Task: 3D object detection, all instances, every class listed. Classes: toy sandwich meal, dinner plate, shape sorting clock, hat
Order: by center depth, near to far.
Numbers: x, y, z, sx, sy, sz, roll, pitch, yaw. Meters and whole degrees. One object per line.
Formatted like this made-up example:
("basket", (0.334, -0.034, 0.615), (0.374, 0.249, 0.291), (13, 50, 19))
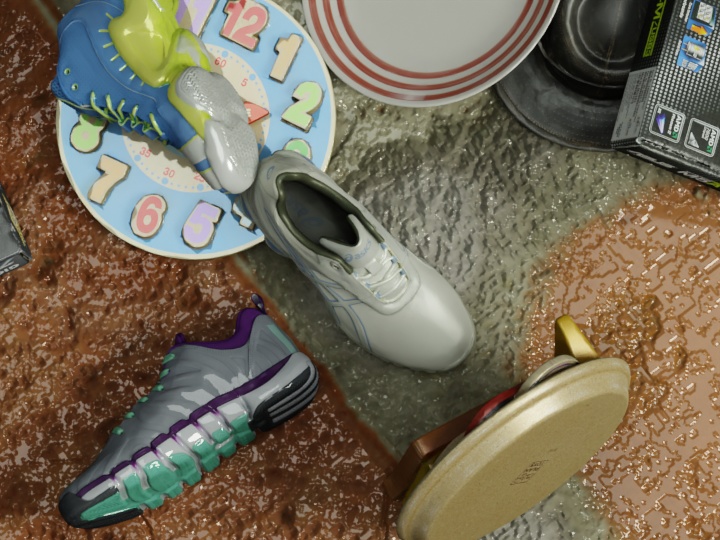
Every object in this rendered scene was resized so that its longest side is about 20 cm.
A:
("toy sandwich meal", (0.089, 0.107, 1.388), (0.205, 0.205, 0.070), (-36, 68, -3))
("hat", (0.176, -0.186, 1.481), (0.200, 0.081, 0.201), (0, 81, 3))
("dinner plate", (0.053, -0.210, 1.496), (0.200, 0.024, 0.201), (-4, 79, 23))
("shape sorting clock", (-0.117, -0.107, 1.503), (0.200, 0.039, 0.200), (0, 82, 2))

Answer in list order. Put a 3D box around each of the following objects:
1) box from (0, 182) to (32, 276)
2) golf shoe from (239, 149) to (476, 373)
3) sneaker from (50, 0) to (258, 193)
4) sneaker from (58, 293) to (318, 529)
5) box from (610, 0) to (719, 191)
("box", (-0.361, -0.057, 1.501), (0.200, 0.050, 0.199), (-25, 82, -2))
("golf shoe", (0.000, 0.000, 1.446), (0.200, 0.097, 0.078), (40, 86, -7))
("sneaker", (-0.146, -0.117, 1.457), (0.105, 0.076, 0.200), (-34, 63, 15))
("sneaker", (-0.130, 0.098, 1.467), (0.200, 0.074, 0.088), (-31, 68, -11))
("box", (0.282, -0.146, 1.451), (0.193, 0.048, 0.200), (20, 82, -20))
